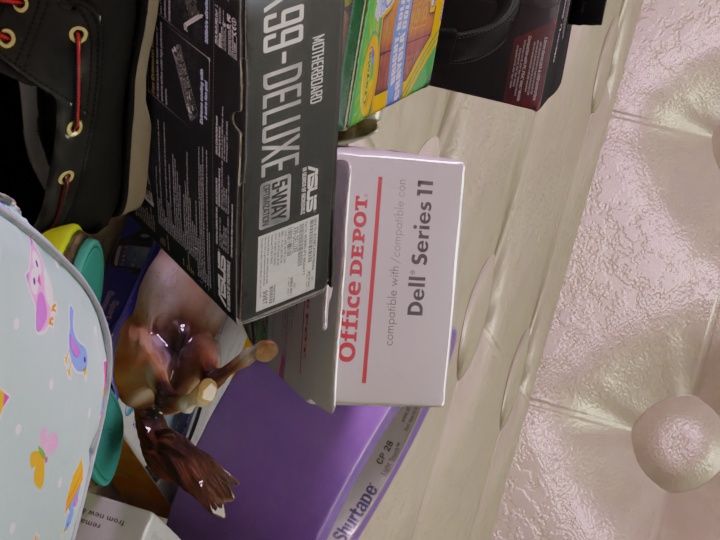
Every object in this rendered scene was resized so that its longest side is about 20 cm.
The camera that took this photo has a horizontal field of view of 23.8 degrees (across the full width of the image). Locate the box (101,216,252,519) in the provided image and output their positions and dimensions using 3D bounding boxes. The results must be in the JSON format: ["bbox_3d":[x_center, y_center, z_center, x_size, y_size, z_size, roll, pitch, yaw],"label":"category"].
[{"bbox_3d":[-0.112,0.050,0.934,0.200,0.041,0.119,73,35,-62],"label":"box"}]

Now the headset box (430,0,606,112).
[{"bbox_3d":[0.046,-0.185,0.973,0.077,0.200,0.149,-49,151,-63],"label":"headset box"}]

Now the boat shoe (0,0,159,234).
[{"bbox_3d":[-0.120,-0.094,0.652,0.063,0.074,0.202,-27,139,-33],"label":"boat shoe"}]

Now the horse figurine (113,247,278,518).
[{"bbox_3d":[-0.073,0.013,0.802,0.132,0.050,0.200,-16,-124,58],"label":"horse figurine"}]

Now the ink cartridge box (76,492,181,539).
[{"bbox_3d":[-0.155,0.217,0.837,0.145,0.083,0.200,71,35,-68],"label":"ink cartridge box"}]

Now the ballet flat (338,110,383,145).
[{"bbox_3d":[-0.026,-0.098,1.029,0.200,0.075,0.068,-17,103,-74],"label":"ballet flat"}]

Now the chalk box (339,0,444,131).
[{"bbox_3d":[-0.037,-0.147,0.836,0.200,0.124,0.125,-42,145,-68],"label":"chalk box"}]

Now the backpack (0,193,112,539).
[{"bbox_3d":[-0.160,0.048,0.503,0.200,0.153,0.176,68,33,-79],"label":"backpack"}]

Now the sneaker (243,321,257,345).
[{"bbox_3d":[-0.062,-0.028,1.007,0.200,0.078,0.100,95,7,-68],"label":"sneaker"}]

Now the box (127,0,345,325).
[{"bbox_3d":[-0.071,-0.101,0.684,0.050,0.158,0.200,-23,135,-29],"label":"box"}]

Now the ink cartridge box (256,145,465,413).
[{"bbox_3d":[0.000,0.000,0.820,0.200,0.067,0.117,-154,-112,-77],"label":"ink cartridge box"}]

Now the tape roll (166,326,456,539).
[{"bbox_3d":[-0.027,0.101,1.006,0.200,0.085,0.200,-58,170,-17],"label":"tape roll"}]

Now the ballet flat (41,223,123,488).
[{"bbox_3d":[-0.142,0.041,0.725,0.200,0.067,0.067,97,8,-61],"label":"ballet flat"}]
